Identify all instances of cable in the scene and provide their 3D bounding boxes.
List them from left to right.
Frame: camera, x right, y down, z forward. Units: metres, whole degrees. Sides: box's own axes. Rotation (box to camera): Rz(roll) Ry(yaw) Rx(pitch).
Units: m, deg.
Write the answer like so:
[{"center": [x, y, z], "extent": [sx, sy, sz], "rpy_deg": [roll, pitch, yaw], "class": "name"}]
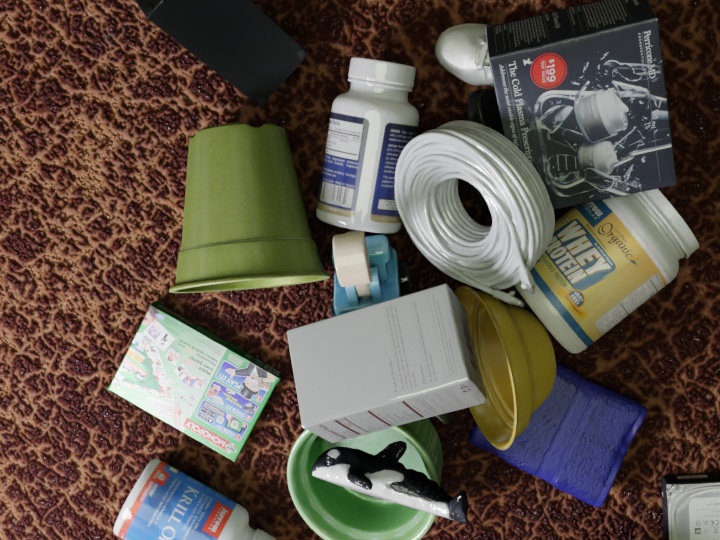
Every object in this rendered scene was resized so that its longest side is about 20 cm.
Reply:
[{"center": [0.129, -0.075, 1.126], "extent": [0.199, 0.069, 0.202], "rpy_deg": [22, 134, 38], "class": "cable"}]

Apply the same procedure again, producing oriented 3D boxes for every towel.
[{"center": [0.255, 0.201, 1.282], "extent": [0.198, 0.050, 0.149], "rpy_deg": [26, 93, 0], "class": "towel"}]

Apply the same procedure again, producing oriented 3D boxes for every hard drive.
[{"center": [0.473, 0.369, 1.295], "extent": [0.138, 0.038, 0.203], "rpy_deg": [-3, 100, 5], "class": "hard drive"}]

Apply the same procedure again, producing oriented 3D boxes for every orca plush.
[{"center": [0.040, 0.234, 1.153], "extent": [0.198, 0.105, 0.072], "rpy_deg": [7, 71, 37], "class": "orca plush"}]

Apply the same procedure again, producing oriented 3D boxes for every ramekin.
[{"center": [0.013, 0.253, 1.262], "extent": [0.197, 0.098, 0.203], "rpy_deg": [5, 110, 14], "class": "ramekin"}]

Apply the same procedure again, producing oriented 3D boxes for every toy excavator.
[{"center": [0.000, 0.000, 1.169], "extent": [0.099, 0.196, 0.202], "rpy_deg": [-9, 127, 7], "class": "toy excavator"}]

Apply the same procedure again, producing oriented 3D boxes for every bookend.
[{"center": [-0.191, -0.329, 1.191], "extent": [0.092, 0.199, 0.199], "rpy_deg": [-45, 138, 10], "class": "bookend"}]

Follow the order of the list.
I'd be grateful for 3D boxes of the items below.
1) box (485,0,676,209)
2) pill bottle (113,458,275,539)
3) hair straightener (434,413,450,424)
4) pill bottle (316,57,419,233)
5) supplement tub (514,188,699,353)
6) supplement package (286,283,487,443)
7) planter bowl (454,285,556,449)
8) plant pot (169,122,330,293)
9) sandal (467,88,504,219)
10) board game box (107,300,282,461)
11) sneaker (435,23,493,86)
[{"center": [0.249, -0.187, 1.109], "extent": [0.180, 0.105, 0.202], "rpy_deg": [-12, 120, 12], "class": "box"}, {"center": [-0.217, 0.346, 1.306], "extent": [0.198, 0.112, 0.113], "rpy_deg": [28, 100, -1], "class": "pill bottle"}, {"center": [0.051, 0.125, 1.286], "extent": [0.077, 0.041, 0.200], "rpy_deg": [-41, 88, 24], "class": "hair straightener"}, {"center": [0.013, -0.155, 1.206], "extent": [0.110, 0.111, 0.203], "rpy_deg": [10, 100, 3], "class": "pill bottle"}, {"center": [0.292, -0.012, 1.191], "extent": [0.200, 0.145, 0.145], "rpy_deg": [-40, 94, 9], "class": "supplement tub"}, {"center": [0.031, 0.111, 1.130], "extent": [0.198, 0.117, 0.118], "rpy_deg": [-16, 68, 12], "class": "supplement package"}, {"center": [0.182, 0.108, 1.190], "extent": [0.082, 0.200, 0.203], "rpy_deg": [-12, 99, -13], "class": "planter bowl"}, {"center": [-0.143, -0.076, 1.209], "extent": [0.197, 0.200, 0.193], "rpy_deg": [-6, 86, 5], "class": "plant pot"}, {"center": [0.166, -0.125, 1.229], "extent": [0.048, 0.075, 0.203], "rpy_deg": [-8, 99, 39], "class": "sandal"}, {"center": [-0.222, 0.149, 1.316], "extent": [0.199, 0.029, 0.136], "rpy_deg": [30, 101, -1], "class": "board game box"}, {"center": [0.187, -0.250, 1.188], "extent": [0.198, 0.089, 0.076], "rpy_deg": [19, 100, 0], "class": "sneaker"}]
